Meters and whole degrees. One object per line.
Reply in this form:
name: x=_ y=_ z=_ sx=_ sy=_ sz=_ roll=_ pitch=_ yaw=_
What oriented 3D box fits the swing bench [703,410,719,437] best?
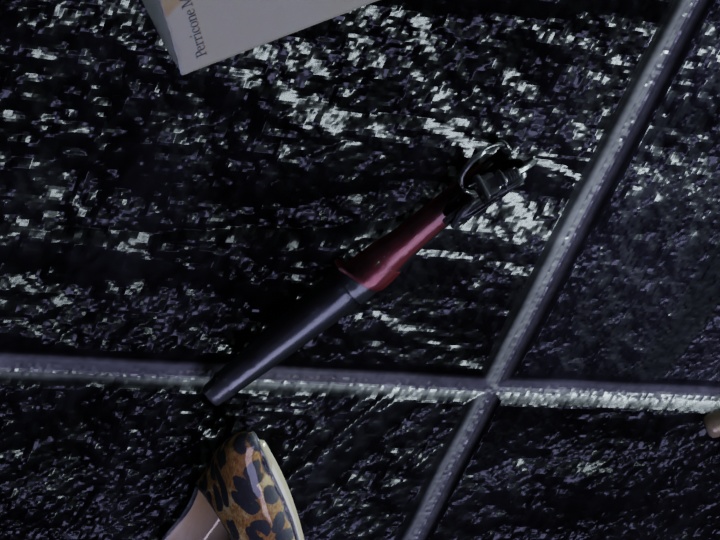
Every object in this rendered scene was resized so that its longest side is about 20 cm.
swing bench: x=0.336 y=0.133 z=1.186 sx=0.199 sy=0.130 sz=0.199 roll=-31 pitch=136 yaw=-6

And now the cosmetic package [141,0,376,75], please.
cosmetic package: x=-0.001 y=-0.167 z=0.780 sx=0.199 sy=0.071 sz=0.105 roll=-23 pitch=136 yaw=-6

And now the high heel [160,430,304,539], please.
high heel: x=-0.103 y=0.163 z=1.023 sx=0.142 sy=0.072 sz=0.201 roll=-20 pitch=145 yaw=-18

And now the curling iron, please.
curling iron: x=0.000 y=0.000 z=0.960 sx=0.200 sy=0.026 sz=0.050 roll=-36 pitch=173 yaw=12
